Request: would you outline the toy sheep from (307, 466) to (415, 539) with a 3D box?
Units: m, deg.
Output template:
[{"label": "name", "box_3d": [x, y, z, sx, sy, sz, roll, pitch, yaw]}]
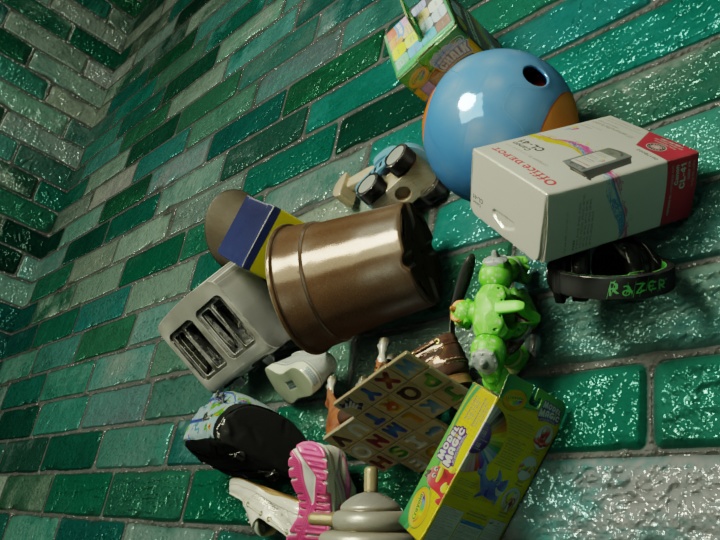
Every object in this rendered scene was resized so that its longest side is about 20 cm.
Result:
[{"label": "toy sheep", "box_3d": [0.006, 0.337, 0.877, 0.138, 0.138, 0.201, -15, 72, 46]}]

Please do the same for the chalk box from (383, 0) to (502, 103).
[{"label": "chalk box", "box_3d": [0.123, -0.339, 1.141, 0.124, 0.200, 0.125, -38, 41, 29]}]

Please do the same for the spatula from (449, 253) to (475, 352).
[{"label": "spatula", "box_3d": [0.118, 0.070, 0.917, 0.021, 0.056, 0.201, 21, 118, 30]}]

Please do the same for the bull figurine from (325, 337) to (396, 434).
[{"label": "bull figurine", "box_3d": [0.023, 0.173, 1.029, 0.200, 0.065, 0.122, -35, 38, 29]}]

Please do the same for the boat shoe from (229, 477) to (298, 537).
[{"label": "boat shoe", "box_3d": [-0.140, 0.358, 1.096, 0.200, 0.071, 0.069, 0, 66, 50]}]

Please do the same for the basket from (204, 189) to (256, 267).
[{"label": "basket", "box_3d": [-0.177, -0.047, 1.363, 0.136, 0.181, 0.200, -36, 36, -25]}]

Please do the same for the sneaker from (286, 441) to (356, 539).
[{"label": "sneaker", "box_3d": [-0.043, 0.327, 0.994, 0.081, 0.088, 0.201, 1, 88, 34]}]

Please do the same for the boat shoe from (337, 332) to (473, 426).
[{"label": "boat shoe", "box_3d": [0.048, 0.141, 0.911, 0.200, 0.070, 0.070, -30, 66, 28]}]

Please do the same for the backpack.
[{"label": "backpack", "box_3d": [-0.194, 0.264, 1.173, 0.200, 0.163, 0.154, -32, 35, 44]}]

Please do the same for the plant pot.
[{"label": "plant pot", "box_3d": [0.000, 0.000, 1.057, 0.198, 0.200, 0.201, -18, 51, 23]}]

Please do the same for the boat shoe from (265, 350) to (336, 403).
[{"label": "boat shoe", "box_3d": [-0.091, 0.163, 1.176, 0.071, 0.070, 0.201, -33, 4, -26]}]

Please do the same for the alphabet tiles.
[{"label": "alphabet tiles", "box_3d": [0.052, 0.183, 0.885, 0.200, 0.167, 0.008, -41, 27, 35]}]

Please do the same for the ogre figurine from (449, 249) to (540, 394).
[{"label": "ogre figurine", "box_3d": [0.168, 0.060, 0.871, 0.098, 0.120, 0.200, 18, 76, 35]}]

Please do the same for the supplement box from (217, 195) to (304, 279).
[{"label": "supplement box", "box_3d": [-0.112, -0.025, 1.215, 0.109, 0.200, 0.110, 25, 86, 55]}]

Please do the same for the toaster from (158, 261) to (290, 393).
[{"label": "toaster", "box_3d": [-0.225, 0.088, 1.269, 0.181, 0.200, 0.119, -37, 4, 31]}]

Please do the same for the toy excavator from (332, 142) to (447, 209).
[{"label": "toy excavator", "box_3d": [0.037, -0.147, 1.224, 0.194, 0.100, 0.200, -42, 26, 21]}]

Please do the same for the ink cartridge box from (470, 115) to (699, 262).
[{"label": "ink cartridge box", "box_3d": [0.245, -0.097, 0.824, 0.148, 0.199, 0.086, -132, 33, -52]}]

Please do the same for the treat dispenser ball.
[{"label": "treat dispenser ball", "box_3d": [0.180, -0.183, 0.961, 0.201, 0.201, 0.201, -30, 45, 36]}]

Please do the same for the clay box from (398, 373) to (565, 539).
[{"label": "clay box", "box_3d": [0.138, 0.211, 0.812, 0.048, 0.115, 0.200, 25, 86, 56]}]

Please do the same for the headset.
[{"label": "headset", "box_3d": [0.258, -0.014, 0.812, 0.200, 0.123, 0.094, -133, 38, -78]}]
